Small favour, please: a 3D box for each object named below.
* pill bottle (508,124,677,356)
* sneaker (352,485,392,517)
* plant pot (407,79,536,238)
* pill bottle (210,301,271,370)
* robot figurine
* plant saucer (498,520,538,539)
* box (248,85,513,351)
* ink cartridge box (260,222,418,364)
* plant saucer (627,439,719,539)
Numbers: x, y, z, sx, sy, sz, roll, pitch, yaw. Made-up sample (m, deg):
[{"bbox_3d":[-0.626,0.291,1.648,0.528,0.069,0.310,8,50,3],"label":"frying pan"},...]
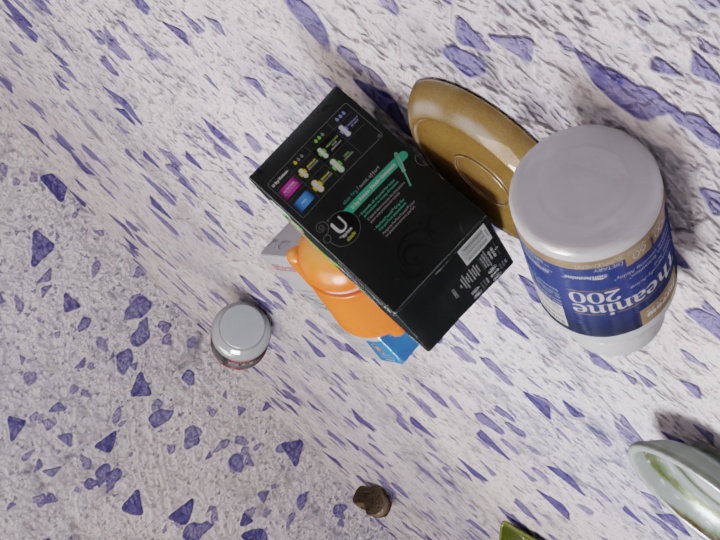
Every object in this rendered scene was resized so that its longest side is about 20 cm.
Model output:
[{"bbox_3d":[0.183,-0.013,1.177,0.111,0.111,0.200,35,166,30],"label":"pill bottle"},{"bbox_3d":[0.047,0.547,3.633,0.076,0.070,0.200,26,176,-16],"label":"sneaker"},{"bbox_3d":[0.113,-0.086,1.343,0.200,0.027,0.200,39,167,11],"label":"plant pot"},{"bbox_3d":[-0.221,0.118,2.848,0.111,0.111,0.200,41,168,3],"label":"pill bottle"},{"bbox_3d":[0.002,0.000,1.768,0.144,0.117,0.200,46,174,40],"label":"robot figurine"},{"bbox_3d":[0.309,0.554,2.660,0.048,0.200,0.200,-3,-165,-32],"label":"plant saucer"},{"bbox_3d":[0.021,-0.047,1.442,0.200,0.124,0.149,42,178,23],"label":"box"},{"bbox_3d":[-0.014,0.019,1.943,0.200,0.084,0.145,44,167,-16],"label":"ink cartridge box"},{"bbox_3d":[0.367,0.230,1.582,0.200,0.050,0.200,39,167,11],"label":"plant saucer"}]
